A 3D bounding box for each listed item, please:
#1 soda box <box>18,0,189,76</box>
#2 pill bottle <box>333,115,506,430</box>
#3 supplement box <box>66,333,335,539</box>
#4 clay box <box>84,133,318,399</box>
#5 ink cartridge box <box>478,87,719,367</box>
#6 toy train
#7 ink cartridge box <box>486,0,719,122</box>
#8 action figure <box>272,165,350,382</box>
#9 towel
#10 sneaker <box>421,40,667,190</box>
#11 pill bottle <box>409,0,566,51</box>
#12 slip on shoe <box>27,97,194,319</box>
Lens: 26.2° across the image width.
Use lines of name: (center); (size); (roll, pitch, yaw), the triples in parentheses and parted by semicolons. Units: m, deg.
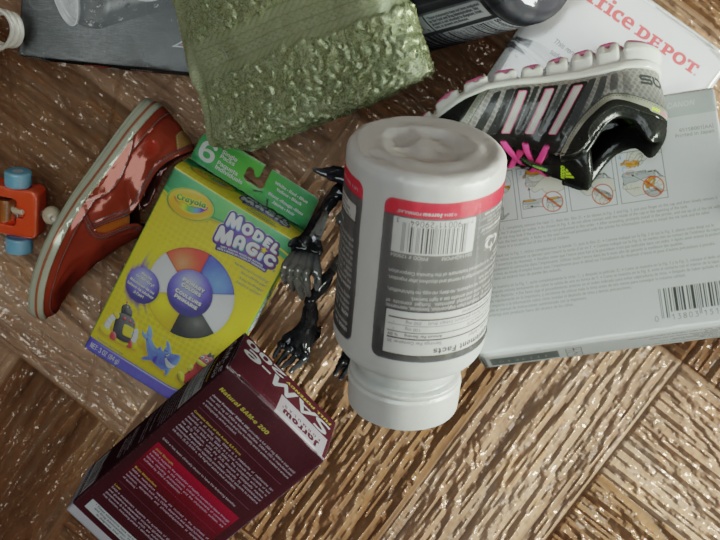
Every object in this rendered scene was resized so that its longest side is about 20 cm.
soda box: (-0.167, -0.193, 1.228); (0.197, 0.063, 0.072); (6, 97, 6)
pill bottle: (0.037, 0.005, 1.069); (0.109, 0.111, 0.202); (8, 118, 6)
supplement box: (-0.127, 0.155, 1.226); (0.200, 0.061, 0.109); (-40, 103, 24)
clay box: (-0.127, 0.003, 1.236); (0.114, 0.048, 0.201); (30, 109, 3)
ink cartridge box: (0.174, -0.030, 1.131); (0.197, 0.044, 0.176); (-8, 73, 9)
toy train: (-0.307, -0.119, 1.249); (0.148, 0.056, 0.203); (5, 111, 13)
ink cartridge box: (0.164, -0.119, 1.184); (0.145, 0.084, 0.201); (35, 100, 2)
action figure: (0.000, 0.000, 1.177); (0.117, 0.103, 0.202); (17, 126, -2)
towel: (-0.048, -0.176, 1.137); (0.198, 0.036, 0.150); (-15, 96, 29)
sneaker: (0.129, -0.094, 1.095); (0.197, 0.074, 0.088); (-17, 66, 2)
pill bottle: (0.085, -0.223, 1.124); (0.199, 0.105, 0.108); (-7, 96, 48)
slip on shoe: (-0.204, -0.041, 1.246); (0.061, 0.074, 0.201); (35, 94, -1)
